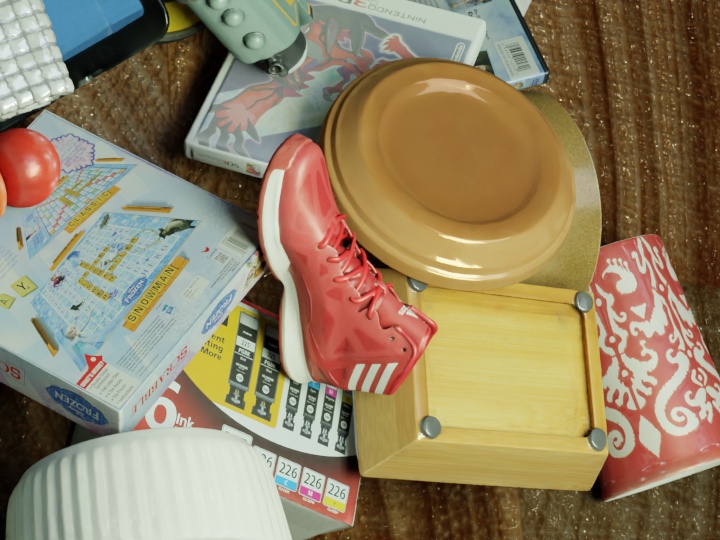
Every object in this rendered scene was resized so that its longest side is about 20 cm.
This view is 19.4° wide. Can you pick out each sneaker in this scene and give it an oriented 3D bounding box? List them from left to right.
[{"bbox_3d":[0.000,0.000,1.452,0.078,0.115,0.200,-53,145,-42],"label":"sneaker"}]

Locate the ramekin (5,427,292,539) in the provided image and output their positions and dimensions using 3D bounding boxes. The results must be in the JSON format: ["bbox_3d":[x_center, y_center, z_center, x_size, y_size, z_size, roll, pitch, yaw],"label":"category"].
[{"bbox_3d":[-0.141,0.179,1.390,0.200,0.200,0.105,7,62,-38],"label":"ramekin"}]

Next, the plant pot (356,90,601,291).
[{"bbox_3d":[0.056,-0.042,1.654,0.200,0.186,0.187,-7,79,-29],"label":"plant pot"}]

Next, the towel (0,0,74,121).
[{"bbox_3d":[-0.311,-0.156,1.405,0.200,0.086,0.166,-23,89,-17],"label":"towel"}]

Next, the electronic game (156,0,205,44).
[{"bbox_3d":[-0.174,-0.270,1.612,0.200,0.042,0.200,11,72,-37],"label":"electronic game"}]

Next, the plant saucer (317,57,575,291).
[{"bbox_3d":[0.068,-0.079,1.548,0.200,0.037,0.200,9,56,-14],"label":"plant saucer"}]

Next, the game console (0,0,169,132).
[{"bbox_3d":[-0.266,-0.205,1.468,0.176,0.116,0.200,-36,98,-42],"label":"game console"}]

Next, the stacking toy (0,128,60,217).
[{"bbox_3d":[-0.285,-0.040,1.387,0.200,0.085,0.085,-26,92,-36],"label":"stacking toy"}]

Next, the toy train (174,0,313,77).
[{"bbox_3d":[-0.101,-0.226,1.555,0.200,0.085,0.114,48,28,-48],"label":"toy train"}]

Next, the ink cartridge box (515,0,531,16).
[{"bbox_3d":[0.087,-0.320,1.795,0.200,0.067,0.116,54,50,-36],"label":"ink cartridge box"}]

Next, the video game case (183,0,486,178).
[{"bbox_3d":[-0.017,-0.141,1.620,0.182,0.023,0.200,16,55,9],"label":"video game case"}]

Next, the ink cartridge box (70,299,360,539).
[{"bbox_3d":[-0.093,0.081,1.535,0.200,0.084,0.176,26,59,-31],"label":"ink cartridge box"}]

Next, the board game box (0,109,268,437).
[{"bbox_3d":[-0.191,-0.001,1.436,0.199,0.041,0.200,27,50,15],"label":"board game box"}]

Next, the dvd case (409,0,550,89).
[{"bbox_3d":[0.036,-0.188,1.695,0.200,0.018,0.143,-15,62,-15],"label":"dvd case"}]

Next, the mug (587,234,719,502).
[{"bbox_3d":[0.233,0.085,1.804,0.133,0.178,0.200,-18,81,-6],"label":"mug"}]

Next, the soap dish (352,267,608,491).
[{"bbox_3d":[0.091,0.078,1.561,0.200,0.081,0.158,7,70,-27],"label":"soap dish"}]
